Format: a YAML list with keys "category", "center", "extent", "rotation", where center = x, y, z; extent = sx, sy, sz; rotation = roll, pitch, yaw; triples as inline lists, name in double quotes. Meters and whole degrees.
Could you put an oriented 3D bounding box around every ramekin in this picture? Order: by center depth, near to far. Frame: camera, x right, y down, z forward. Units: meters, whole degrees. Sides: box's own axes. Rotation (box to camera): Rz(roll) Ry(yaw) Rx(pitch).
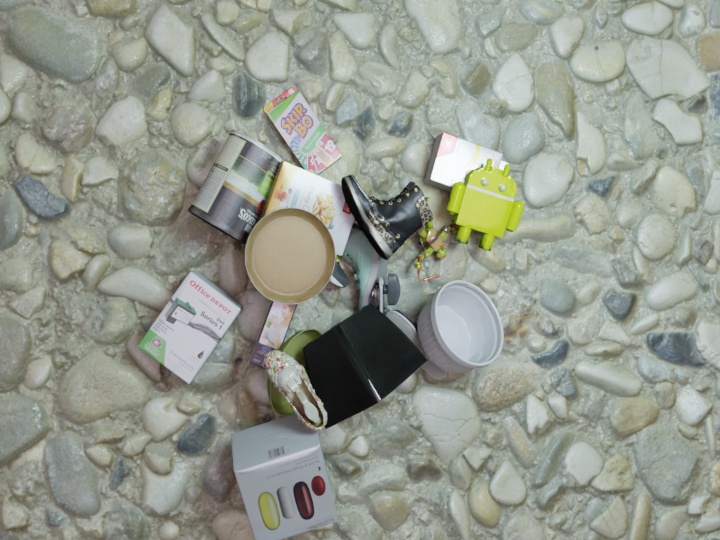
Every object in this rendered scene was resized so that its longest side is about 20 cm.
- category: "ramekin"
  center: [0.222, 0.137, 1.539]
  extent: [0.196, 0.105, 0.205]
  rotation: [15, 59, -26]

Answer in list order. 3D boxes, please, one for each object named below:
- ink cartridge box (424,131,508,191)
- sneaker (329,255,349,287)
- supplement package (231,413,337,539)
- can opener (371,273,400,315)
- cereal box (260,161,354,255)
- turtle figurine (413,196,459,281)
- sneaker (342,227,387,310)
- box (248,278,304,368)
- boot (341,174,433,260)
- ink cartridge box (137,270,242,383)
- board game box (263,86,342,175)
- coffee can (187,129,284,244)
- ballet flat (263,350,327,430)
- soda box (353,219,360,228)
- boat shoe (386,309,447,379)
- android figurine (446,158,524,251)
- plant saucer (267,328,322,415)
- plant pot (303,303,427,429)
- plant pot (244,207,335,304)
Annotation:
- category: "ink cartridge box"
  center: [0.264, -0.238, 1.599]
  extent: [0.195, 0.067, 0.120]
  rotation: [17, 89, -9]
- category: "sneaker"
  center: [-0.080, -0.053, 1.540]
  extent: [0.084, 0.074, 0.202]
  rotation: [-36, 95, 2]
- category: "supplement package"
  center: [-0.165, 0.450, 1.464]
  extent: [0.186, 0.147, 0.205]
  rotation: [-15, 113, -7]
- category: "can opener"
  center: [0.056, 0.107, 1.536]
  extent: [0.064, 0.053, 0.205]
  rotation: [3, 114, 1]
- category: "cereal box"
  center: [-0.107, -0.135, 1.472]
  extent: [0.196, 0.039, 0.148]
  rotation: [20, 90, -20]
- category: "turtle figurine"
  center: [0.170, -0.089, 1.582]
  extent: [0.200, 0.064, 0.163]
  rotation: [-43, 116, -19]
- category: "sneaker"
  center: [0.000, 0.000, 1.571]
  extent: [0.116, 0.073, 0.206]
  rotation: [21, 111, 30]
- category: "box"
  center: [-0.186, 0.117, 1.510]
  extent: [0.059, 0.117, 0.205]
  rotation: [21, 88, -4]
- category: "boot"
  center: [0.059, -0.146, 1.464]
  extent: [0.149, 0.073, 0.203]
  rotation: [-34, 98, -11]
- category: "ink cartridge box"
  center: [-0.376, 0.122, 1.496]
  extent: [0.145, 0.084, 0.202]
  rotation: [35, 86, -7]
- category: "board game box"
  center: [-0.135, -0.323, 1.564]
  extent: [0.095, 0.030, 0.202]
  rotation: [-35, 92, -7]
- category: "coffee can"
  center: [-0.272, -0.184, 1.481]
  extent: [0.144, 0.146, 0.204]
  rotation: [29, 86, -7]
- category: "ballet flat"
  center: [-0.127, 0.251, 1.389]
  extent: [0.075, 0.064, 0.202]
  rotation: [-38, 106, -8]
- category: "soda box"
  center: [-0.004, -0.136, 1.559]
  extent: [0.196, 0.068, 0.065]
  rotation: [23, 86, -7]
- category: "boat shoe"
  center: [0.140, 0.165, 1.583]
  extent: [0.200, 0.074, 0.060]
  rotation: [44, 42, 4]
- category: "android figurine"
  center: [0.291, -0.154, 1.555]
  extent: [0.177, 0.041, 0.205]
  rotation: [17, 100, -8]
- category: "plant saucer"
  center: [-0.148, 0.222, 1.495]
  extent: [0.030, 0.199, 0.205]
  rotation: [19, 86, 27]
- category: "plant pot"
  center: [-0.008, 0.195, 1.465]
  extent: [0.198, 0.199, 0.180]
  rotation: [-29, 87, -48]
- category: "plant pot"
  center: [-0.150, -0.031, 1.433]
  extent: [0.194, 0.027, 0.207]
  rotation: [-1, 95, -15]
